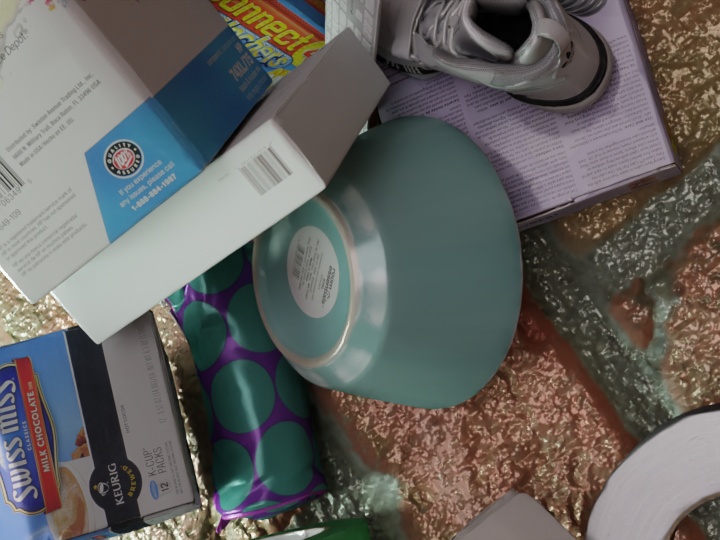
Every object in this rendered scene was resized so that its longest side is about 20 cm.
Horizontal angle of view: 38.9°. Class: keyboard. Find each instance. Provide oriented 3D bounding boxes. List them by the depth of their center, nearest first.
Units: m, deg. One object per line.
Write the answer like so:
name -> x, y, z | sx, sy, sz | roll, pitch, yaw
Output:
keyboard -> -0.007, -0.151, 0.694 | 0.011, 0.201, 0.057 | -26, 70, -13

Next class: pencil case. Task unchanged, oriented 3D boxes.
pencil case -> -0.089, 0.084, 0.765 | 0.091, 0.085, 0.203 | -17, 80, 5

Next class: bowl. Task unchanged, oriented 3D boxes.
bowl -> 0.000, 0.000, 0.677 | 0.199, 0.104, 0.205 | 11, 104, 50

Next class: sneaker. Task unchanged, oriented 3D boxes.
sneaker -> 0.057, -0.160, 0.643 | 0.198, 0.115, 0.076 | 23, 96, 24

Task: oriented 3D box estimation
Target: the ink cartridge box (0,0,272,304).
ink cartridge box -> -0.178, -0.123, 0.573 | 0.146, 0.147, 0.201 | -32, 107, 24

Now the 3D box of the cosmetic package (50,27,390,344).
cosmetic package -> -0.084, -0.053, 0.629 | 0.199, 0.151, 0.052 | -31, 110, 31

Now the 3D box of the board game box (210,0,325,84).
board game box -> -0.133, -0.169, 0.734 | 0.193, 0.199, 0.057 | -23, 76, 21

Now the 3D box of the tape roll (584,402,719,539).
tape roll -> 0.240, 0.184, 0.627 | 0.197, 0.066, 0.204 | -1, 86, 23

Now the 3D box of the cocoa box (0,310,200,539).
cocoa box -> -0.191, 0.123, 0.727 | 0.129, 0.200, 0.136 | -14, 79, -11

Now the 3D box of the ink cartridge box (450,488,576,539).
ink cartridge box -> 0.087, 0.263, 0.639 | 0.145, 0.084, 0.202 | 42, 125, 23

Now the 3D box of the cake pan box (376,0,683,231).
cake pan box -> 0.101, -0.122, 0.711 | 0.197, 0.052, 0.187 | -21, 77, 21

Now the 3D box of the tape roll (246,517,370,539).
tape roll -> -0.086, 0.216, 0.694 | 0.198, 0.200, 0.049 | -18, 79, 21
